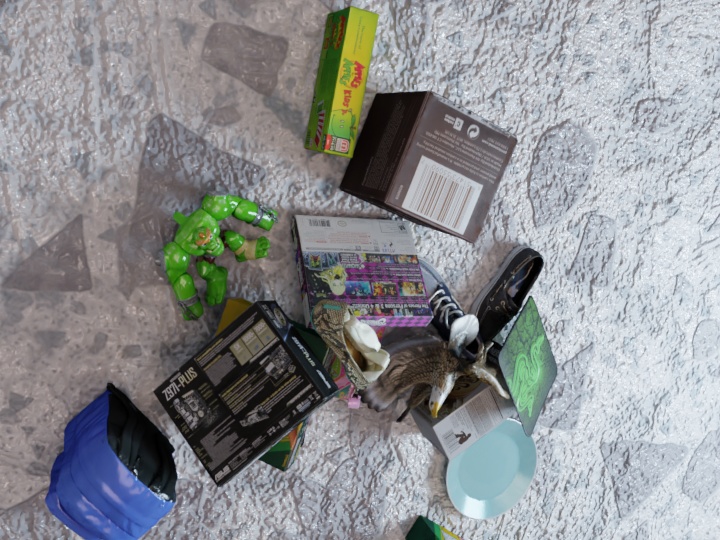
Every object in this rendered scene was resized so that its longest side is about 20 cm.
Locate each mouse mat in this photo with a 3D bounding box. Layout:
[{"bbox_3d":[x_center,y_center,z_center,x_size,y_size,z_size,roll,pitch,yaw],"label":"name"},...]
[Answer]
[{"bbox_3d":[0.285,0.156,1.227,0.200,0.007,0.163,-46,118,-48],"label":"mouse mat"}]

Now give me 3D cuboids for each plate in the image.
[{"bbox_3d":[0.242,0.367,1.364,0.196,0.026,0.204,-5,104,-20],"label":"plate"}]

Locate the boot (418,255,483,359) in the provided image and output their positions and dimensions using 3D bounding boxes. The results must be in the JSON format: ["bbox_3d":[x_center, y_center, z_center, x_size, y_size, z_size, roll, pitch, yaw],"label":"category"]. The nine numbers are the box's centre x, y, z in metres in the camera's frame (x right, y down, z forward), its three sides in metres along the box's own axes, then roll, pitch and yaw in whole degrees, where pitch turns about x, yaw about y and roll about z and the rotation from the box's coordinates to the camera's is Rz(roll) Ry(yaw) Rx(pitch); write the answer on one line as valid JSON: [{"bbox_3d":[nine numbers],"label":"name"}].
[{"bbox_3d":[0.138,0.059,1.218,0.073,0.090,0.201,-42,113,-8],"label":"boot"}]

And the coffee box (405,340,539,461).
[{"bbox_3d":[0.193,0.221,1.265,0.198,0.113,0.081,-33,112,-12],"label":"coffee box"}]

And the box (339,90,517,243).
[{"bbox_3d":[0.095,-0.158,1.094,0.164,0.200,0.167,20,94,-24],"label":"box"}]

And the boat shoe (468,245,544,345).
[{"bbox_3d":[0.258,0.050,1.277,0.070,0.066,0.201,36,87,-24],"label":"boat shoe"}]

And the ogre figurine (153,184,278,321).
[{"bbox_3d":[-0.217,-0.033,1.061,0.199,0.099,0.120,-39,131,7],"label":"ogre figurine"}]

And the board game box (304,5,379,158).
[{"bbox_3d":[-0.030,-0.273,1.073,0.047,0.101,0.204,7,99,-23],"label":"board game box"}]

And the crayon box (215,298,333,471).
[{"bbox_3d":[-0.148,0.168,1.097,0.170,0.058,0.203,21,93,9],"label":"crayon box"}]

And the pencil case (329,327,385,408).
[{"bbox_3d":[-0.003,0.114,1.180,0.086,0.087,0.204,8,98,-23],"label":"pencil case"}]

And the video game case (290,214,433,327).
[{"bbox_3d":[0.000,0.000,1.120,0.196,0.184,0.036,1,147,-22],"label":"video game case"}]

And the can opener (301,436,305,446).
[{"bbox_3d":[-0.106,0.197,1.179,0.063,0.077,0.204,-28,120,-55],"label":"can opener"}]

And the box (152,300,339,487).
[{"bbox_3d":[-0.157,0.168,1.017,0.199,0.086,0.165,-40,82,8],"label":"box"}]

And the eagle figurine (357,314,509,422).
[{"bbox_3d":[0.111,0.168,1.153,0.151,0.197,0.154,-34,108,-54],"label":"eagle figurine"}]

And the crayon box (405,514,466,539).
[{"bbox_3d":[0.197,0.540,1.304,0.199,0.172,0.059,35,88,-24],"label":"crayon box"}]

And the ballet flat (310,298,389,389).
[{"bbox_3d":[-0.001,0.112,1.039,0.201,0.074,0.069,59,42,-44],"label":"ballet flat"}]

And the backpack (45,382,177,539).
[{"bbox_3d":[-0.344,0.293,1.021,0.168,0.200,0.163,-47,114,-6],"label":"backpack"}]
